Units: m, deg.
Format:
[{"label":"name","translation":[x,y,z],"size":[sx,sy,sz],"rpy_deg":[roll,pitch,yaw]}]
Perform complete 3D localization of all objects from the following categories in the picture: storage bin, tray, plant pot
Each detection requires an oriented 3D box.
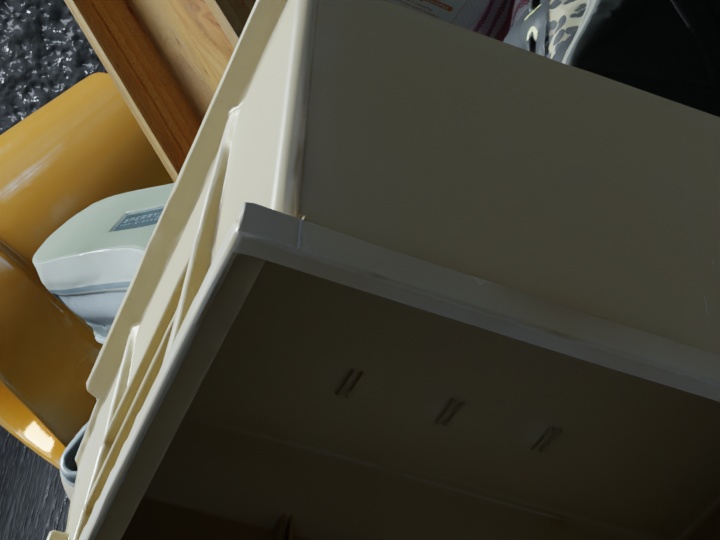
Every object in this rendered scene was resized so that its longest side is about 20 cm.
[{"label":"storage bin","translation":[0.036,0.049,0.435],"size":[0.199,0.199,0.094],"rpy_deg":[121,160,-44]},{"label":"tray","translation":[-0.085,-0.121,0.784],"size":[0.200,0.037,0.099],"rpy_deg":[58,142,3]},{"label":"plant pot","translation":[-0.172,-0.009,1.021],"size":[0.183,0.200,0.200],"rpy_deg":[-50,9,-17]}]

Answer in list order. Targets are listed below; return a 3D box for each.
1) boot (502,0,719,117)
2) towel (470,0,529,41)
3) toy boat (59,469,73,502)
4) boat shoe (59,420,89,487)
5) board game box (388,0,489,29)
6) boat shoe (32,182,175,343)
[{"label":"boot","translation":[0.078,-0.037,0.620],"size":[0.154,0.073,0.204],"rpy_deg":[119,164,-50]},{"label":"towel","translation":[0.052,-0.118,0.866],"size":[0.147,0.030,0.201],"rpy_deg":[121,158,-44]},{"label":"toy boat","translation":[-0.111,0.084,1.135],"size":[0.130,0.130,0.201],"rpy_deg":[-30,39,26]},{"label":"boat shoe","translation":[-0.057,0.052,0.865],"size":[0.202,0.065,0.075],"rpy_deg":[-35,60,5]},{"label":"board game box","translation":[-0.017,-0.153,0.826],"size":[0.200,0.147,0.064],"rpy_deg":[130,157,-50]},{"label":"boat shoe","translation":[-0.066,0.003,0.768],"size":[0.200,0.072,0.070],"rpy_deg":[-2,39,49]}]
